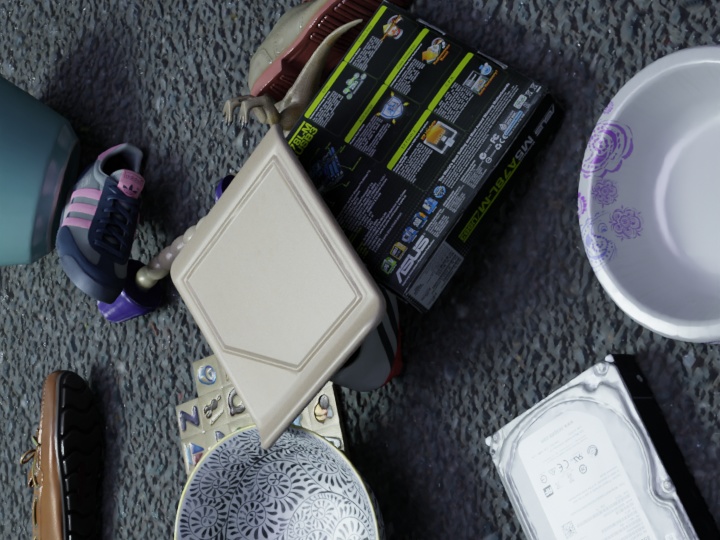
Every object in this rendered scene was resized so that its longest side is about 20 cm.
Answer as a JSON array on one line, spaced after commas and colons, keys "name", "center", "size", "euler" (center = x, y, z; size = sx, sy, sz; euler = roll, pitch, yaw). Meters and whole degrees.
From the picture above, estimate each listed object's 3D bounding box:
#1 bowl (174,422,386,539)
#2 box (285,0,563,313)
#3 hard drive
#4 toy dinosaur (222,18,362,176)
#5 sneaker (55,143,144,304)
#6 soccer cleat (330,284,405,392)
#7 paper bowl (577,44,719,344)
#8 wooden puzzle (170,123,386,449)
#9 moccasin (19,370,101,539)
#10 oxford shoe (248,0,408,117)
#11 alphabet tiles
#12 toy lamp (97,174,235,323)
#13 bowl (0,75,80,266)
[{"name": "bowl", "center": [-0.049, 0.228, 1.421], "size": [0.199, 0.094, 0.203], "euler": [-3, 84, 30]}, {"name": "box", "center": [0.035, -0.096, 1.369], "size": [0.193, 0.047, 0.201], "euler": [33, 87, 38]}, {"name": "hard drive", "center": [0.186, 0.183, 1.270], "size": [0.139, 0.038, 0.201], "euler": [-37, 65, 33]}, {"name": "toy dinosaur", "center": [-0.062, -0.132, 1.456], "size": [0.058, 0.100, 0.202], "euler": [-128, 44, -53]}, {"name": "sneaker", "center": [-0.236, -0.051, 1.580], "size": [0.082, 0.070, 0.201], "euler": [-46, 31, 21]}, {"name": "soccer cleat", "center": [0.000, 0.000, 1.407], "size": [0.068, 0.085, 0.202], "euler": [2, 89, 40]}, {"name": "paper bowl", "center": [0.258, -0.050, 1.178], "size": [0.199, 0.104, 0.203], "euler": [-2, 87, 40]}, {"name": "wooden puzzle", "center": [-0.067, 0.014, 1.369], "size": [0.185, 0.037, 0.201], "euler": [-49, 58, 36]}, {"name": "moccasin", "center": [-0.296, 0.200, 1.663], "size": [0.077, 0.073, 0.204], "euler": [2, 98, 32]}, {"name": "oxford shoe", "center": [-0.032, -0.218, 1.461], "size": [0.200, 0.070, 0.075], "euler": [-40, 49, 25]}, {"name": "alphabet tiles", "center": [-0.092, 0.146, 1.529], "size": [0.199, 0.006, 0.168], "euler": [-23, 73, 38]}, {"name": "toy lamp", "center": [-0.173, -0.014, 1.575], "size": [0.200, 0.058, 0.059], "euler": [-37, 65, 34]}, {"name": "bowl", "center": [-0.338, -0.086, 1.656], "size": [0.104, 0.201, 0.203], "euler": [14, 99, -4]}]
